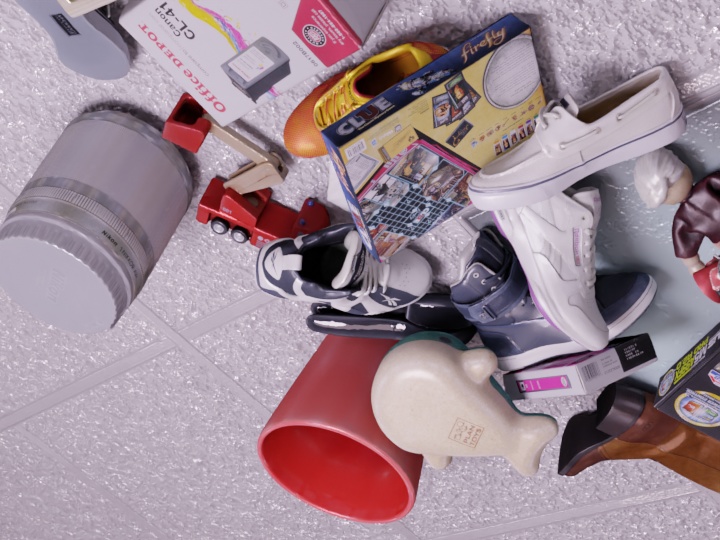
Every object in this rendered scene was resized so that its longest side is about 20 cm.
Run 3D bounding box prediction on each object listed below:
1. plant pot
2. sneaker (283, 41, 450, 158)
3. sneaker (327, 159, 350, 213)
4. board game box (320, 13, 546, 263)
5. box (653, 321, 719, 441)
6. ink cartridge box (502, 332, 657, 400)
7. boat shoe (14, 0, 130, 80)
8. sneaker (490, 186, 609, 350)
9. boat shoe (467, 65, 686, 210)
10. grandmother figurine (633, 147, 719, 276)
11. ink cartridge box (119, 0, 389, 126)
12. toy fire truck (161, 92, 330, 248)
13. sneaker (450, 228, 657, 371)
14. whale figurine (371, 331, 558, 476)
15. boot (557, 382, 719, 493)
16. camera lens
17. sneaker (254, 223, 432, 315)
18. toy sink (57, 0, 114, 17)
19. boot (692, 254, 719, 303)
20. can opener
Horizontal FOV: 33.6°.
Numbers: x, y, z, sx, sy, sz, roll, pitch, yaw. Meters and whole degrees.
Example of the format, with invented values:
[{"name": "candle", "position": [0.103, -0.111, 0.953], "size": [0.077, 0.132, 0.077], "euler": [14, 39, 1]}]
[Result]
[{"name": "plant pot", "position": [-0.002, 0.166, 1.392], "size": [0.197, 0.179, 0.202], "euler": [15, 143, 12]}, {"name": "sneaker", "position": [-0.005, -0.161, 1.091], "size": [0.198, 0.077, 0.074], "euler": [-25, 77, 36]}, {"name": "sneaker", "position": [0.028, -0.113, 1.145], "size": [0.114, 0.074, 0.201], "euler": [28, 137, 0]}, {"name": "board game box", "position": [0.073, -0.113, 1.039], "size": [0.035, 0.198, 0.137], "euler": [45, 163, 46]}, {"name": "box", "position": [0.432, 0.134, 1.238], "size": [0.198, 0.045, 0.161], "euler": [27, 141, -4]}, {"name": "ink cartridge box", "position": [0.217, 0.105, 1.253], "size": [0.038, 0.093, 0.200], "euler": [68, 157, 2]}, {"name": "boat shoe", "position": [-0.276, -0.254, 1.144], "size": [0.072, 0.069, 0.199], "euler": [-5, 159, 17]}, {"name": "sneaker", "position": [0.195, -0.020, 1.121], "size": [0.099, 0.075, 0.202], "euler": [-27, 96, 18]}, {"name": "boat shoe", "position": [0.179, -0.117, 1.020], "size": [0.197, 0.071, 0.071], "euler": [-21, 117, 8]}, {"name": "grandmother figurine", "position": [0.331, -0.045, 1.081], "size": [0.198, 0.061, 0.122], "euler": [32, 114, -5]}, {"name": "ink cartridge box", "position": [-0.096, -0.235, 1.059], "size": [0.198, 0.086, 0.148], "euler": [-23, 123, 41]}, {"name": "toy fire truck", "position": [-0.116, -0.091, 1.263], "size": [0.197, 0.049, 0.142], "euler": [23, 140, 0]}, {"name": "sneaker", "position": [0.184, 0.014, 1.206], "size": [0.200, 0.077, 0.147], "euler": [-24, 114, 32]}, {"name": "whale figurine", "position": [0.111, 0.139, 1.263], "size": [0.197, 0.104, 0.161], "euler": [22, 119, 3]}, {"name": "boot", "position": [0.343, 0.212, 1.382], "size": [0.197, 0.069, 0.189], "euler": [21, 135, -8]}, {"name": "camera lens", "position": [-0.281, -0.056, 1.266], "size": [0.157, 0.202, 0.161], "euler": [14, 141, 12]}, {"name": "sneaker", "position": [0.000, 0.000, 1.213], "size": [0.196, 0.081, 0.129], "euler": [12, 174, -20]}, {"name": "toy sink", "position": [-0.243, -0.334, 0.998], "size": [0.129, 0.113, 0.201], "euler": [-9, 131, 35]}, {"name": "boot", "position": [0.352, -0.039, 1.012], "size": [0.142, 0.073, 0.203], "euler": [-7, 116, 12]}, {"name": "can opener", "position": [0.036, 0.053, 1.337], "size": [0.196, 0.063, 0.080], "euler": [3, 114, 17]}]
